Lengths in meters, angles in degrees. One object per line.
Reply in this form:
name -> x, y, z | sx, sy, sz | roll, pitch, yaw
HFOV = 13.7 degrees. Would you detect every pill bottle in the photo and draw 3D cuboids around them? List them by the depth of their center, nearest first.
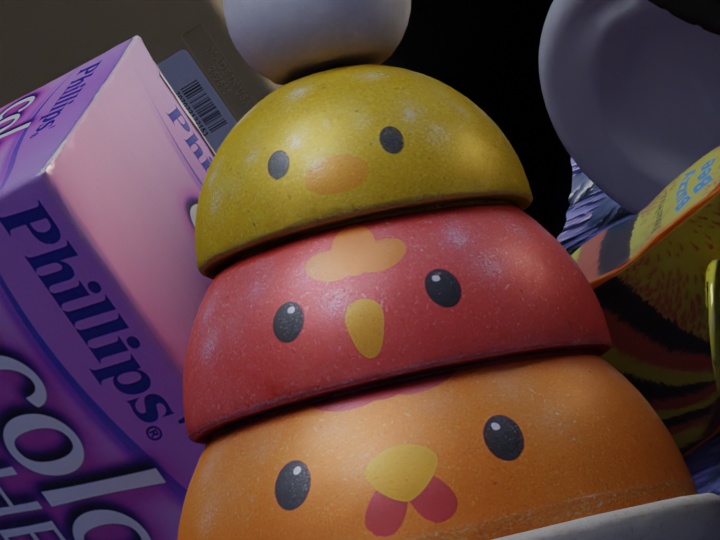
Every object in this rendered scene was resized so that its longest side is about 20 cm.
pill bottle -> 0.142, -0.106, 0.987 | 0.111, 0.111, 0.200 | -20, 22, 37

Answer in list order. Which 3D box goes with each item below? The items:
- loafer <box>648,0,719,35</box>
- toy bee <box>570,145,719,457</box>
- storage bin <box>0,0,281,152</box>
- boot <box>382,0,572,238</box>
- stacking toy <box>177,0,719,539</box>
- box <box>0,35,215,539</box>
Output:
loafer -> 0.157, -0.101, 0.837 | 0.200, 0.071, 0.073 | 16, 44, 13
toy bee -> 0.118, -0.022, 0.815 | 0.200, 0.109, 0.131 | -33, 15, 1
storage bin -> -0.099, -0.058, 1.144 | 0.198, 0.200, 0.094 | -31, 19, 10
boot -> 0.008, -0.046, 0.950 | 0.079, 0.211, 0.158 | 11, 36, 29
stacking toy -> 0.000, 0.000, 0.763 | 0.146, 0.200, 0.146 | -15, -8, -2
box -> -0.108, 0.061, 0.881 | 0.200, 0.176, 0.097 | -26, 19, 23
